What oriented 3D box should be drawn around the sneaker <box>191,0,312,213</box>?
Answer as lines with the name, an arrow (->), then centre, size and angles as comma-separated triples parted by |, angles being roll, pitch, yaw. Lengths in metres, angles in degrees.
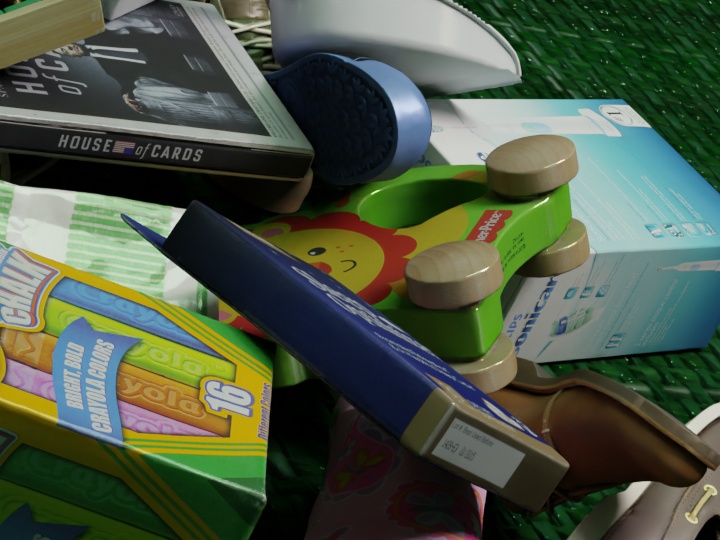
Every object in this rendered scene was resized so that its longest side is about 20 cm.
sneaker -> -0.079, -0.127, 1.496 | 0.067, 0.090, 0.200 | 2, 36, -39

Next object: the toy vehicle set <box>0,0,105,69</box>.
toy vehicle set -> -0.238, -0.126, 1.261 | 0.199, 0.027, 0.124 | -22, 44, -15

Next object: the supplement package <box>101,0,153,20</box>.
supplement package -> -0.141, -0.278, 1.381 | 0.199, 0.192, 0.147 | 35, 27, 9

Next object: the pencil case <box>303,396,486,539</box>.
pencil case -> 0.015, 0.126, 1.155 | 0.087, 0.088, 0.200 | 23, 27, -6

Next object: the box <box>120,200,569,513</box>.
box -> -0.009, 0.029, 1.135 | 0.200, 0.033, 0.121 | 36, 3, 32

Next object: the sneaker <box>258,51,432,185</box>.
sneaker -> 0.001, -0.084, 1.364 | 0.077, 0.071, 0.200 | -9, 9, -25

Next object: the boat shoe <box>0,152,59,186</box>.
boat shoe -> -0.205, -0.061, 1.299 | 0.071, 0.070, 0.201 | 26, 24, 13

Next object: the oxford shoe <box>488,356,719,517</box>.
oxford shoe -> 0.103, 0.089, 1.231 | 0.071, 0.072, 0.200 | 38, -14, -20

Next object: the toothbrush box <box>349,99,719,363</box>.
toothbrush box -> 0.111, -0.025, 1.489 | 0.199, 0.086, 0.147 | -3, 41, -44

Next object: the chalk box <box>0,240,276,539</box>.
chalk box -> -0.148, 0.074, 1.061 | 0.199, 0.125, 0.124 | 19, 27, -10

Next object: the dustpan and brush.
dustpan and brush -> -0.019, -0.147, 1.414 | 0.139, 0.058, 0.199 | -5, -14, 42

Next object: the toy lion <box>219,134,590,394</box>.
toy lion -> 0.000, 0.000, 1.304 | 0.190, 0.069, 0.200 | 1, 28, 24

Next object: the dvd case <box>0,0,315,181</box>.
dvd case -> -0.138, -0.103, 1.328 | 0.199, 0.025, 0.151 | 6, 33, -33

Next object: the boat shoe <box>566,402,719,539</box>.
boat shoe -> 0.152, 0.128, 1.280 | 0.059, 0.072, 0.200 | 39, 34, 12

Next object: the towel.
towel -> -0.160, 0.017, 1.192 | 0.198, 0.023, 0.153 | 11, 51, -18
